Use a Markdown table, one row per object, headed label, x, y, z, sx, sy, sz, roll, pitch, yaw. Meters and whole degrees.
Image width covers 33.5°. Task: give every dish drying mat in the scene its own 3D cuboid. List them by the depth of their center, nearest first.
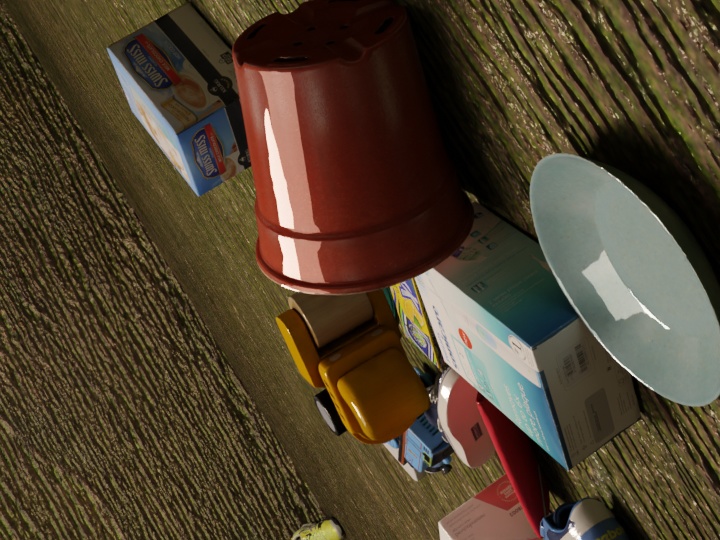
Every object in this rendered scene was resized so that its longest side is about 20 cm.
| label | x | y | z | sx | sy | sz | roll | pitch | yaw |
| --- | --- | --- | --- | --- | --- | --- | --- | --- | --- |
| dish drying mat | 0.168 | 0.193 | 1.291 | 0.077 | 0.018 | 0.201 | -68 | -40 | -52 |

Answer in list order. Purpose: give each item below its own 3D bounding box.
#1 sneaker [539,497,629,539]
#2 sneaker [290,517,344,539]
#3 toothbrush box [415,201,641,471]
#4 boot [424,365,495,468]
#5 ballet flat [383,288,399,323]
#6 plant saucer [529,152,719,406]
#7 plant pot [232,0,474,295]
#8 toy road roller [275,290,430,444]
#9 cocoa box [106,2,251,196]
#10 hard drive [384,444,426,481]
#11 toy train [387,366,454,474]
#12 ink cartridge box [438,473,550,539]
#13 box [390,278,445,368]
| label | x | y | z | sx | sy | sz | roll | pitch | yaw |
| --- | --- | --- | --- | --- | --- | --- | --- | --- | --- |
| sneaker | 0.226 | 0.283 | 1.255 | 0.083 | 0.074 | 0.200 | 60 | 161 | 10 |
| sneaker | -0.116 | 0.727 | 3.258 | 0.200 | 0.076 | 0.076 | -30 | 92 | 50 |
| toothbrush box | 0.137 | 0.051 | 1.033 | 0.200 | 0.085 | 0.147 | 43 | 160 | 51 |
| boot | 0.102 | 0.150 | 1.381 | 0.090 | 0.073 | 0.201 | 41 | 160 | 34 |
| ballet flat | 0.000 | 0.000 | 1.467 | 0.074 | 0.074 | 0.201 | 41 | 156 | 50 |
| plant saucer | 0.192 | -0.001 | 0.824 | 0.201 | 0.039 | 0.201 | 52 | 165 | 20 |
| plant pot | -0.015 | -0.116 | 1.019 | 0.201 | 0.200 | 0.196 | 40 | 149 | 52 |
| toy road roller | 0.004 | 0.107 | 1.383 | 0.201 | 0.122 | 0.146 | 66 | 165 | -21 |
| cocoa box | -0.221 | -0.226 | 1.577 | 0.200 | 0.131 | 0.134 | 50 | 164 | 31 |
| hard drive | 0.040 | 0.224 | 1.850 | 0.132 | 0.026 | 0.201 | 45 | 161 | 43 |
| toy train | 0.079 | 0.207 | 1.570 | 0.114 | 0.087 | 0.200 | 47 | 163 | 20 |
| ink cartridge box | 0.195 | 0.349 | 1.398 | 0.200 | 0.116 | 0.068 | 49 | 163 | 28 |
| box | 0.067 | -0.001 | 1.190 | 0.064 | 0.070 | 0.201 | 41 | 158 | 44 |
